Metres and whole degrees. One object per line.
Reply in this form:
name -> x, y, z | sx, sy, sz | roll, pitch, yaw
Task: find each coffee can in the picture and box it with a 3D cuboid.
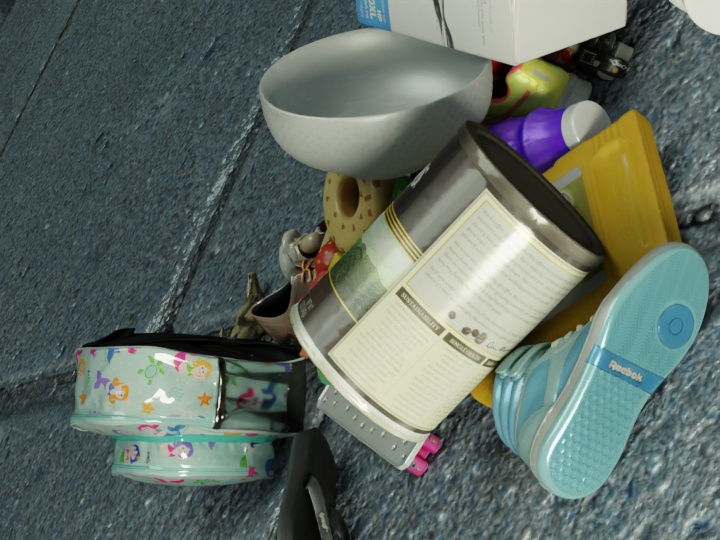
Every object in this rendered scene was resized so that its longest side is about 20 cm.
coffee can -> 0.065, 0.009, 1.441 | 0.200, 0.146, 0.147 | -46, 26, 13

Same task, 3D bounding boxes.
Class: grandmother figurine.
grandmother figurine -> -0.012, -0.038, 1.828 | 0.200, 0.121, 0.061 | -30, 76, 46

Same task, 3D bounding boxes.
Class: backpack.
backpack -> -0.170, 0.124, 1.778 | 0.177, 0.199, 0.152 | -6, 75, 58

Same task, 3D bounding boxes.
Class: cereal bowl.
cereal bowl -> 0.016, -0.135, 1.634 | 0.199, 0.084, 0.200 | -6, 29, 3

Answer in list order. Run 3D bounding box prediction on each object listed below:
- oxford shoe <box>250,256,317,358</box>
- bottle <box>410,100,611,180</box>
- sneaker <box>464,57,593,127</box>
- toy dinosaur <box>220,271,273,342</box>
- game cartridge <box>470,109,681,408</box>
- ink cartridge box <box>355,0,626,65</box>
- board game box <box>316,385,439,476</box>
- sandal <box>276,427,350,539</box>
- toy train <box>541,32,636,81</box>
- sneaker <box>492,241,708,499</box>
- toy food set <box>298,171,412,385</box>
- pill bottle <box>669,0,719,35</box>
oxford shoe -> -0.025, 0.016, 1.788 | 0.200, 0.073, 0.072 | -38, 30, 35
bottle -> 0.129, -0.092, 1.625 | 0.200, 0.083, 0.066 | -21, 75, 49
sneaker -> 0.121, -0.161, 1.716 | 0.200, 0.090, 0.078 | -10, 52, 60
toy dinosaur -> -0.129, 0.085, 1.941 | 0.201, 0.058, 0.101 | -60, 9, -27
game cartridge -> 0.157, -0.011, 1.498 | 0.200, 0.032, 0.177 | -37, 38, 28
ink cartridge box -> 0.111, -0.250, 1.649 | 0.144, 0.085, 0.200 | -23, 31, -35
board game box -> 0.057, 0.063, 1.639 | 0.201, 0.026, 0.200 | -57, 25, -2
sandal -> -0.034, 0.204, 1.590 | 0.043, 0.076, 0.201 | -17, 39, 15
toy train -> 0.187, -0.200, 1.714 | 0.046, 0.034, 0.200 | -66, 24, 6
sneaker -> 0.163, 0.057, 1.391 | 0.201, 0.079, 0.130 | -57, 26, -2
toy food set -> 0.000, 0.000, 1.671 | 0.201, 0.048, 0.198 | -66, 29, 18
pill bottle -> 0.282, -0.272, 1.531 | 0.112, 0.112, 0.200 | -43, 28, 27
